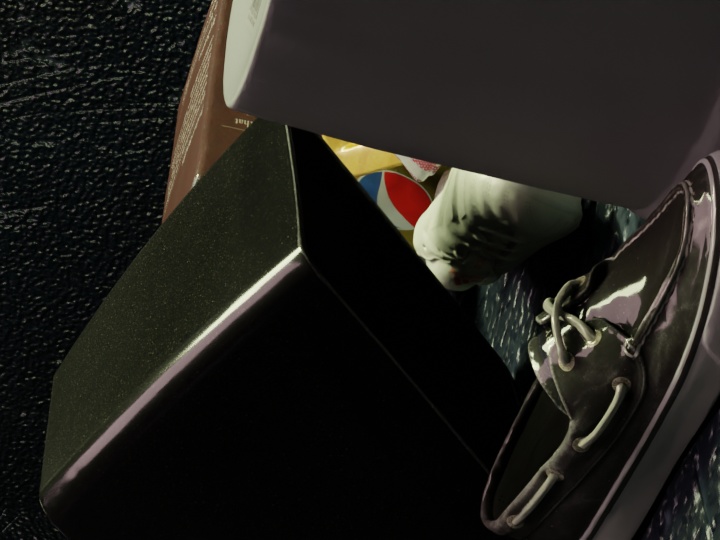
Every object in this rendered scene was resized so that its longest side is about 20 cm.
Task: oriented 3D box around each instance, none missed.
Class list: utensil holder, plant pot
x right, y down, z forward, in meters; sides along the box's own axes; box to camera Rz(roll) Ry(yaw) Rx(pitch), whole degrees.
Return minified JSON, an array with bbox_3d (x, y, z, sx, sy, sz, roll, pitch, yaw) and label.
[{"bbox_3d":[0.057,-0.123,0.833,0.170,0.198,0.172,-167,90,-79],"label":"utensil holder"},{"bbox_3d":[-0.040,0.073,0.954,0.177,0.200,0.200,-35,23,10],"label":"plant pot"}]

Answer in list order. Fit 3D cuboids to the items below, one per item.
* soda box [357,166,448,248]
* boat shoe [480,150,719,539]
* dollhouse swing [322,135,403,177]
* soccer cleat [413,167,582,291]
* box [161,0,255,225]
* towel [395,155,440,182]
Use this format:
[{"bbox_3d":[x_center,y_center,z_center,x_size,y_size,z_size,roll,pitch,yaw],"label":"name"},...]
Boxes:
[{"bbox_3d":[0.000,0.000,1.185,0.200,0.067,0.064,-58,-7,-47],"label":"soda box"},{"bbox_3d":[0.100,0.037,0.797,0.071,0.063,0.201,-93,18,-54],"label":"boat shoe"},{"bbox_3d":[0.052,-0.171,1.107,0.182,0.174,0.202,-24,-82,-72],"label":"dollhouse swing"},{"bbox_3d":[0.065,-0.024,1.027,0.078,0.069,0.200,-58,3,-1],"label":"soccer cleat"},{"bbox_3d":[-0.044,-0.074,1.414,0.166,0.162,0.202,117,162,-52],"label":"box"},{"bbox_3d":[0.047,-0.157,1.007,0.200,0.147,0.030,-45,-14,35],"label":"towel"}]
